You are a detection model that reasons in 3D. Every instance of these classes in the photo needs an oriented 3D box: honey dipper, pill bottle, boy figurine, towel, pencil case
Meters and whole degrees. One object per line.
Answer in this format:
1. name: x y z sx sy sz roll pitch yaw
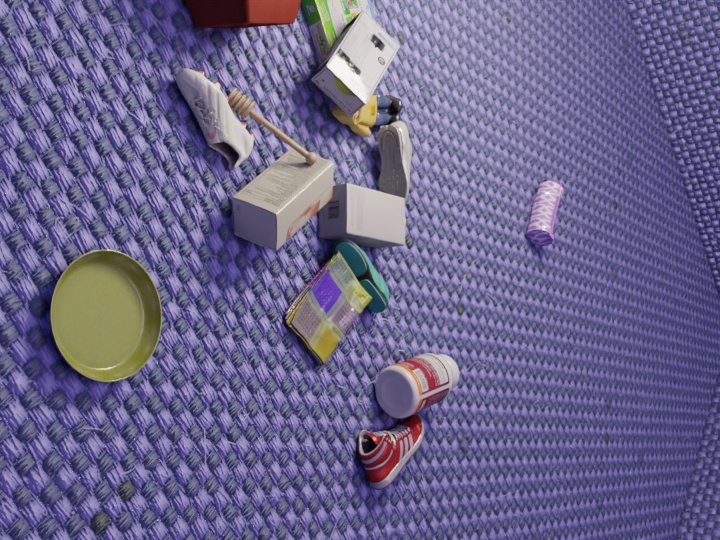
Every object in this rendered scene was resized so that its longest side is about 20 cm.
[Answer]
1. honey dipper: -0.162 -0.262 1.581 0.199 0.038 0.038 37 52 -7
2. pill bottle: 0.131 0.247 1.881 0.199 0.112 0.115 -11 93 -51
3. boy figurine: 0.014 -0.352 1.853 0.199 0.064 0.126 -12 117 -55
4. towel: -0.062 0.077 1.714 0.201 0.023 0.144 -51 123 -30
5. pencil case: 0.541 -0.168 2.479 0.084 0.085 0.202 45 53 -39

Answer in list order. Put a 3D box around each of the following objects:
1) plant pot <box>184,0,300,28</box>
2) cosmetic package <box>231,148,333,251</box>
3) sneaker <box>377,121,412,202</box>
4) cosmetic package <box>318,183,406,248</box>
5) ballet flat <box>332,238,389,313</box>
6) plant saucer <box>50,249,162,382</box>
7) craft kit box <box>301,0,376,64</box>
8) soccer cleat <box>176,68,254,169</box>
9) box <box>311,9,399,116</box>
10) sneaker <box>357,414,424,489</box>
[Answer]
1. plant pot: -0.213 -0.527 1.524 0.199 0.198 0.179 -20 113 -50
2. cosmetic package: -0.142 -0.135 1.590 0.200 0.102 0.088 -46 150 -43
3. sneaker: 0.087 -0.231 1.912 0.080 0.076 0.203 -32 127 -56
4. cosmetic package: 0.006 -0.112 1.802 0.199 0.084 0.109 11 77 -51
5. ballet flat: 0.000 0.000 1.806 0.201 0.067 0.071 58 21 -28
6. plant saucer: -0.395 0.070 1.316 0.199 0.031 0.203 9 78 -50
7. craft kit box: -0.031 -0.516 1.853 0.197 0.048 0.202 -34 111 -51
8. soccer cleat: -0.260 -0.268 1.511 0.200 0.069 0.078 51 51 -37
9. box: -0.008 -0.429 1.766 0.116 0.060 0.201 42 53 -18
10. sneaker: 0.065 0.354 1.816 0.200 0.071 0.113 -50 126 -40
